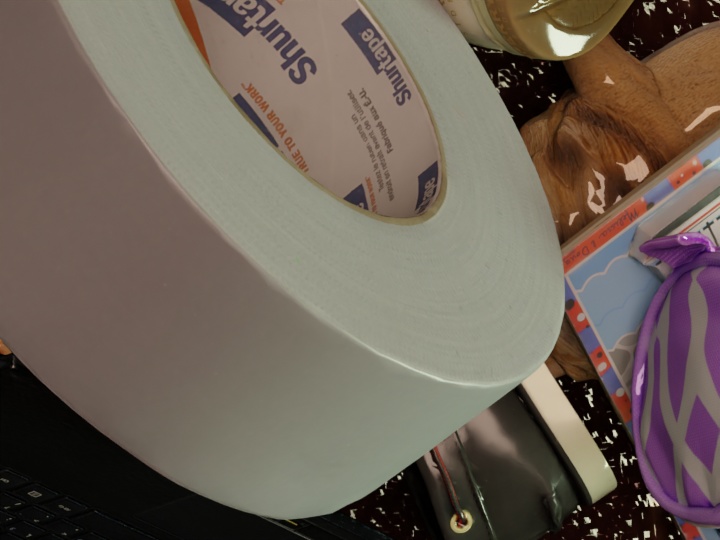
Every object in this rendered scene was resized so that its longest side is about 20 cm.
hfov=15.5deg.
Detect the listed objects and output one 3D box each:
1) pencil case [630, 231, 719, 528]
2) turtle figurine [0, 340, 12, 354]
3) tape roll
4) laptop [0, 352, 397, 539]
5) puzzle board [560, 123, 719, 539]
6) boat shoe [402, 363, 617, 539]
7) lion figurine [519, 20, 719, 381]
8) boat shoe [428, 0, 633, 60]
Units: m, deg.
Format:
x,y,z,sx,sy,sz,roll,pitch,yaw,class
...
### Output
x,y,z,sx,sy,sz,roll,pitch,yaw,class
0.176,0.037,0.790,0.199,0.084,0.086,4,82,-30,pencil case
-0.122,0.086,0.789,0.161,0.064,0.200,-43,128,-1,turtle figurine
-0.036,-0.038,0.686,0.066,0.200,0.201,-38,90,25,tape roll
-0.095,0.122,0.713,0.177,0.199,0.104,29,54,-37,laptop
0.164,-0.005,0.822,0.199,0.017,0.151,-37,125,-8,puzzle board
0.000,0.000,0.816,0.063,0.074,0.202,-32,87,-5,boat shoe
0.121,-0.056,0.832,0.199,0.073,0.123,-27,74,0,lion figurine
0.082,-0.146,0.801,0.200,0.064,0.071,-48,124,-24,boat shoe
